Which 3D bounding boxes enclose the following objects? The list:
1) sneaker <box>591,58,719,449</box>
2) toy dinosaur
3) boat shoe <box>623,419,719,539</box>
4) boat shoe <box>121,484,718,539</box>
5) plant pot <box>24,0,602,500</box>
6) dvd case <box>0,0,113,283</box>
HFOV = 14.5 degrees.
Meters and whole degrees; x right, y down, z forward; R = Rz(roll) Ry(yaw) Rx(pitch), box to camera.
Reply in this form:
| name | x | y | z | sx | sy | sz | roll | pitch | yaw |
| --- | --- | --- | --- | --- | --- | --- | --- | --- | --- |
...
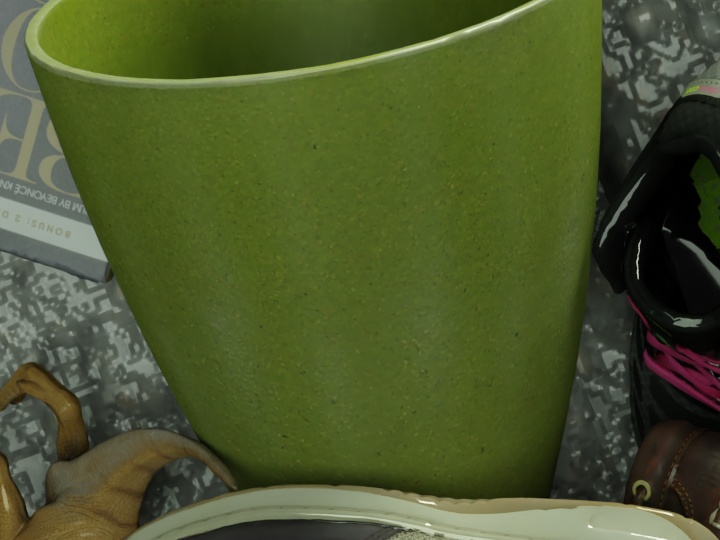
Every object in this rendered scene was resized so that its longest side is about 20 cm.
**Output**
| name | x | y | z | sx | sy | sz | roll | pitch | yaw |
| --- | --- | --- | --- | --- | --- | --- | --- | --- | --- |
| sneaker | 0.112 | 0.007 | 0.917 | 0.074 | 0.087 | 0.201 | 35 | 137 | 26 |
| toy dinosaur | -0.096 | 0.080 | 0.984 | 0.106 | 0.060 | 0.200 | 46 | 136 | 13 |
| boat shoe | 0.105 | 0.136 | 0.958 | 0.070 | 0.070 | 0.201 | 24 | 124 | 17 |
| boat shoe | 0.014 | 0.111 | 0.877 | 0.198 | 0.065 | 0.072 | -1 | 140 | 10 |
| plant pot | 0.000 | 0.000 | 0.933 | 0.186 | 0.187 | 0.201 | -7 | 112 | 7 |
| dvd case | -0.132 | -0.112 | 1.003 | 0.148 | 0.016 | 0.201 | 17 | 98 | 4 |
